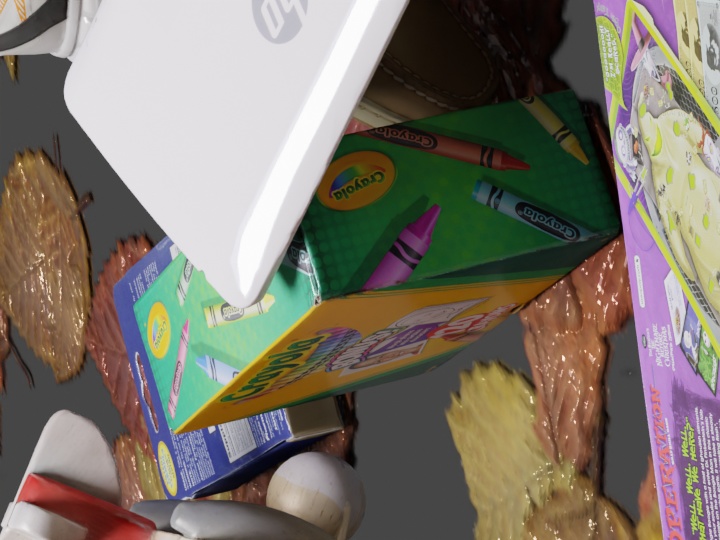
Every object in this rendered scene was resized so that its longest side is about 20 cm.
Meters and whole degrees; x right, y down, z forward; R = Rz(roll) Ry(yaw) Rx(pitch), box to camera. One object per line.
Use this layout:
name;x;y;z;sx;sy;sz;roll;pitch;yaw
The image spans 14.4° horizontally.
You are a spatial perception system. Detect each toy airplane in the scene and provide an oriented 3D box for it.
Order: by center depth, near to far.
toy airplane;-0.062;0.128;1.257;0.200;0.141;0.199;35;167;40

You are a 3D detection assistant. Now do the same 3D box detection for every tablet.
tablet;-0.034;-0.101;0.950;0.130;0.014;0.200;49;126;34

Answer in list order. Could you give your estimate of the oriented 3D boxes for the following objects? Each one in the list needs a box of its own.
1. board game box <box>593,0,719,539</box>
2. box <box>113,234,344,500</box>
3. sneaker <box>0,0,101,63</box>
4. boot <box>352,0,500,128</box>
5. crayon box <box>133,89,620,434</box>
board game box;0.122;0.009;0.896;0.120;0.032;0.200;13;114;63
box;-0.067;0.038;1.359;0.200;0.032;0.121;-34;70;65
sneaker;-0.140;-0.165;1.175;0.074;0.080;0.200;-111;22;-47
boot;0.009;-0.150;1.003;0.200;0.073;0.155;47;127;-9
crayon box;0.000;0.000;1.063;0.200;0.119;0.058;138;116;-65
